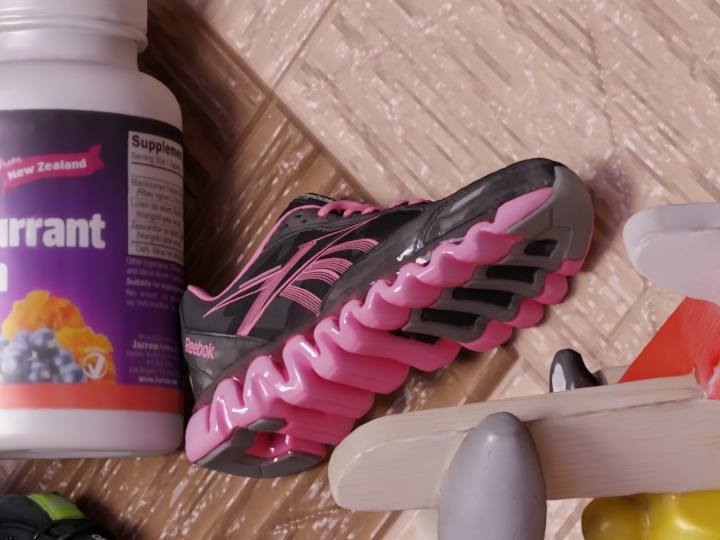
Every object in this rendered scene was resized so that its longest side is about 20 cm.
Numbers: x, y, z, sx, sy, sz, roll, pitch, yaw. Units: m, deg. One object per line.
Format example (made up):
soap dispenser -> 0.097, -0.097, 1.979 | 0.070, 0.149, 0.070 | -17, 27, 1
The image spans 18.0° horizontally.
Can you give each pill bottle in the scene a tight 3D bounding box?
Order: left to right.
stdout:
pill bottle -> -0.129, -0.024, 0.950 | 0.111, 0.111, 0.202 | -6, 81, 35

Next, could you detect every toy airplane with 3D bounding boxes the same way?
toy airplane -> 0.120, 0.060, 0.709 | 0.199, 0.199, 0.142 | -21, 63, 30

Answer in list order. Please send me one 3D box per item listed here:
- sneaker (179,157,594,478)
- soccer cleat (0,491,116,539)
sneaker -> 0.000, 0.000, 0.886 | 0.199, 0.079, 0.096 | -33, 56, 27
soccer cleat -> -0.120, 0.135, 0.956 | 0.199, 0.067, 0.082 | -1, 85, 39
